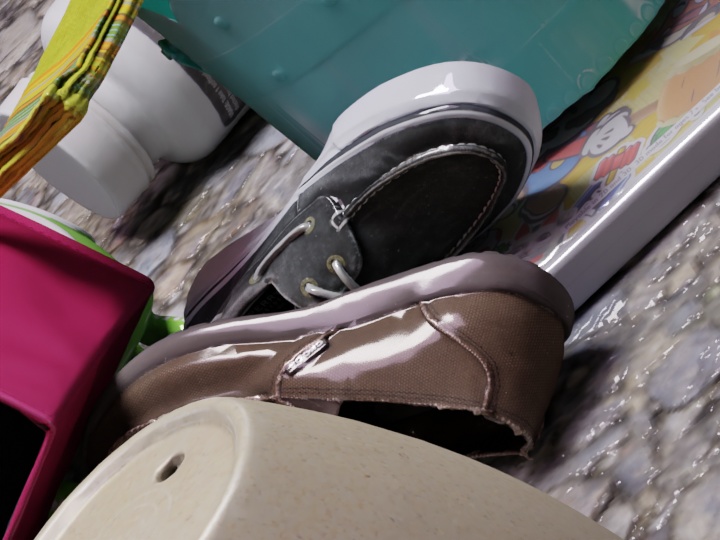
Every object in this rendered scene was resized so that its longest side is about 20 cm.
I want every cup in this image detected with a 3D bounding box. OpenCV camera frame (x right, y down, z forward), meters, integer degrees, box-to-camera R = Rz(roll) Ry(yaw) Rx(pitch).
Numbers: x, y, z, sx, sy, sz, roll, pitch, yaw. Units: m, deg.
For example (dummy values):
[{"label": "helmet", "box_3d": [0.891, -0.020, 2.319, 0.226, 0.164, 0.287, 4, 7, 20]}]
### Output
[{"label": "cup", "box_3d": [-0.019, 0.118, 0.771, 0.200, 0.143, 0.200, -37, 23, 18]}]

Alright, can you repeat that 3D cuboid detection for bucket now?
[{"label": "bucket", "box_3d": [0.023, -0.130, 1.089, 0.207, 0.135, 0.207, -39, 18, 15]}]

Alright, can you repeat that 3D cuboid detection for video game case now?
[{"label": "video game case", "box_3d": [0.103, -0.068, 1.049, 0.200, 0.023, 0.182, -44, 21, 5]}]

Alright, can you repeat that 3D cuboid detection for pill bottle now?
[{"label": "pill bottle", "box_3d": [-0.091, -0.126, 1.390, 0.200, 0.111, 0.111, -52, 22, -16]}]

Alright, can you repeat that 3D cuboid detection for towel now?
[{"label": "towel", "box_3d": [-0.105, -0.105, 1.075, 0.086, 0.018, 0.200, -37, 22, 41]}]

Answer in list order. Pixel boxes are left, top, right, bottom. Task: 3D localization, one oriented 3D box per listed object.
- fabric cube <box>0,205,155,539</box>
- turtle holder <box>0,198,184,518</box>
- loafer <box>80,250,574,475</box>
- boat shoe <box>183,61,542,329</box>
[{"label": "fabric cube", "box_3d": [-0.215, 0.071, 1.012, 0.199, 0.196, 0.200, -72, 6, -75]}, {"label": "turtle holder", "box_3d": [-0.168, 0.036, 1.198, 0.141, 0.132, 0.186, -54, 11, -5]}, {"label": "loafer", "box_3d": [-0.018, 0.054, 0.957, 0.200, 0.073, 0.071, -23, 47, 30]}, {"label": "boat shoe", "box_3d": [0.000, 0.000, 1.017, 0.200, 0.072, 0.071, -44, 31, 43]}]
